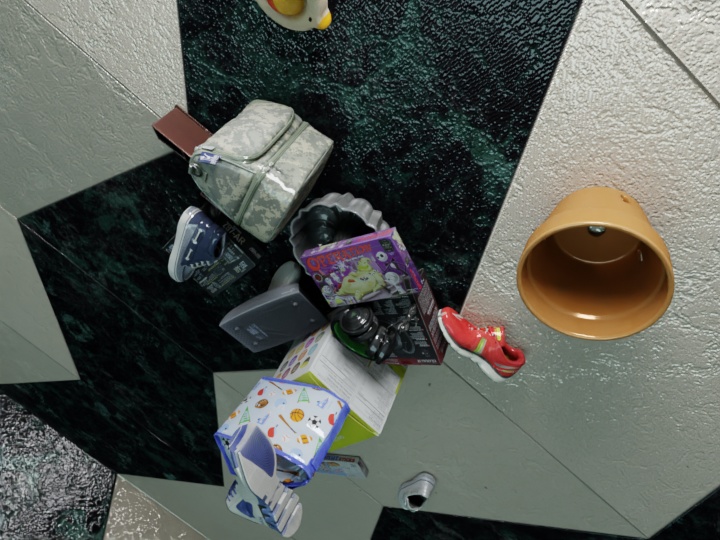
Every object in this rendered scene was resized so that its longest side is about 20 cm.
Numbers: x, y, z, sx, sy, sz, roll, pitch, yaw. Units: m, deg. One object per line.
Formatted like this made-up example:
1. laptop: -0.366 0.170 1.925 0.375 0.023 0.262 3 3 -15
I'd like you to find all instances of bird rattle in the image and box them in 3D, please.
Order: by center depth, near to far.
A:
1. bird rattle: -0.114 -0.394 0.729 0.196 0.114 0.164 12 150 23

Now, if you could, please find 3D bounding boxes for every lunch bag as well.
1. lunch bag: -0.158 -0.170 0.873 0.166 0.202 0.140 33 136 -5
2. lunch bag: -0.133 0.299 1.007 0.196 0.171 0.126 -1 121 28

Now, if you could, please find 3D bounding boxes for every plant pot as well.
1. plant pot: 0.331 -0.022 0.778 0.196 0.141 0.203 15 133 16

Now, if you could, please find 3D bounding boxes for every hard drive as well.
1. hard drive: -0.177 0.098 1.135 0.197 0.043 0.135 -23 136 19

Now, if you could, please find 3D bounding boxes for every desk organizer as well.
1. desk organizer: -0.289 -0.199 1.007 0.199 0.078 0.072 39 136 -8

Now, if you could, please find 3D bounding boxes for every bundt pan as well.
1. bundt pan: -0.026 -0.055 0.989 0.197 0.076 0.205 16 135 16

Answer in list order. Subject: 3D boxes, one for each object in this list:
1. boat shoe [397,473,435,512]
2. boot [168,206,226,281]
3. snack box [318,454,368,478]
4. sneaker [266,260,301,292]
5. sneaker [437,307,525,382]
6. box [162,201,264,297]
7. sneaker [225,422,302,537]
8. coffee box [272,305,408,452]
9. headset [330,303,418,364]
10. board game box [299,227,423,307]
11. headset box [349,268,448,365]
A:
1. boat shoe: 0.142 0.621 1.501 0.072 0.067 0.202 25 136 6
2. boot: -0.331 -0.029 1.117 0.089 0.073 0.202 34 135 6
3. snack box: -0.074 0.569 1.604 0.196 0.024 0.073 -6 125 33
4. sneaker: -0.156 0.057 1.180 0.080 0.075 0.201 12 137 -25
5. sneaker: 0.228 0.123 1.024 0.199 0.078 0.085 37 125 -16
6. box: -0.321 -0.043 1.186 0.160 0.044 0.199 46 134 -14
7. sneaker: -0.186 0.357 0.911 0.113 0.081 0.203 -9 113 30
8. coffee box: -0.052 0.233 1.170 0.200 0.199 0.199 43 135 -13
9. headset: 0.026 0.107 1.017 0.123 0.095 0.199 44 151 -18
10. board game box: 0.000 0.000 0.952 0.197 0.032 0.122 -12 117 36
11. headset box: 0.079 0.102 1.071 0.146 0.078 0.203 -4 127 32
